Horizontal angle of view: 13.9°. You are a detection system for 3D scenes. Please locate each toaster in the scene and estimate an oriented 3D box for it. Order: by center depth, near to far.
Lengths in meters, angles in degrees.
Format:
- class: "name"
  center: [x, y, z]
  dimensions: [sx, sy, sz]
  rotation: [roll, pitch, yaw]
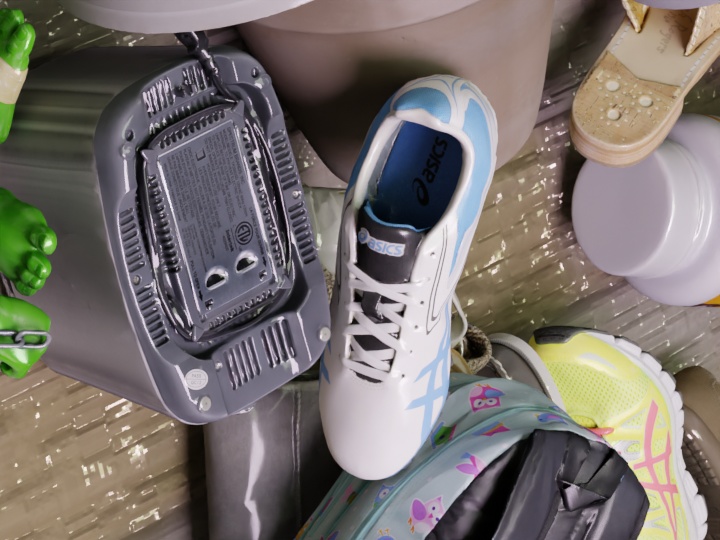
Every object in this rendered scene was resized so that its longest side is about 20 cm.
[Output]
- class: "toaster"
  center: [-0.104, -0.029, 1.387]
  dimensions: [0.114, 0.129, 0.200]
  rotation: [-31, 116, -37]

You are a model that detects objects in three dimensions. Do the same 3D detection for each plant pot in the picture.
- class: "plant pot"
  center: [0.020, -0.139, 1.465]
  dimensions: [0.200, 0.200, 0.174]
  rotation: [-44, 138, -30]

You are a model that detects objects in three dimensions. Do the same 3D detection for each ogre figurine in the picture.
- class: "ogre figurine"
  center: [-0.206, -0.050, 1.311]
  dimensions: [0.120, 0.098, 0.200]
  rotation: [-1, 88, -32]

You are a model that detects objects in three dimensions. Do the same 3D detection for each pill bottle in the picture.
- class: "pill bottle"
  center: [0.216, -0.033, 1.694]
  dimensions: [0.200, 0.109, 0.109]
  rotation: [2, 93, -42]

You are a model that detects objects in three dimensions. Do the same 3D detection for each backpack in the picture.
- class: "backpack"
  center: [0.044, 0.149, 1.457]
  dimensions: [0.167, 0.127, 0.200]
  rotation: [33, 90, -44]

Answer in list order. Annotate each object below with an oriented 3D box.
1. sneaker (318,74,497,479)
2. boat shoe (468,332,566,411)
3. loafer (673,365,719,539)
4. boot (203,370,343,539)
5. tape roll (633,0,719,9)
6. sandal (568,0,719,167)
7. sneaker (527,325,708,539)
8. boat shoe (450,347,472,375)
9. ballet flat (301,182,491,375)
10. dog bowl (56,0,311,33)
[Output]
- class: "sneaker"
  center: [0.013, 0.005, 1.392]
  dimensions: [0.072, 0.072, 0.200]
  rotation: [-15, 121, -62]
- class: "boat shoe"
  center: [0.075, 0.136, 1.610]
  dimensions: [0.060, 0.072, 0.202]
  rotation: [-19, 110, -43]
- class: "loafer"
  center: [0.221, 0.135, 1.740]
  dimensions: [0.067, 0.076, 0.200]
  rotation: [-56, 134, -34]
- class: "boot"
  center: [-0.064, 0.154, 1.486]
  dimensions: [0.182, 0.072, 0.200]
  rotation: [-13, 111, -55]
- class: "tape roll"
  center: [0.187, -0.241, 1.581]
  dimensions: [0.066, 0.200, 0.201]
  rotation: [37, 71, -38]
- class: "sandal"
  center: [0.174, -0.154, 1.630]
  dimensions: [0.070, 0.078, 0.212]
  rotation: [95, 20, -55]
- class: "sneaker"
  center: [0.138, 0.115, 1.642]
  dimensions: [0.090, 0.078, 0.200]
  rotation: [-59, 135, -38]
- class: "boat shoe"
  center: [0.025, 0.124, 1.557]
  dimensions: [0.074, 0.069, 0.200]
  rotation: [-4, 112, -14]
- class: "ballet flat"
  center: [0.000, 0.000, 1.521]
  dimensions: [0.200, 0.075, 0.068]
  rotation: [41, 31, -38]
- class: "dog bowl"
  center: [-0.059, -0.188, 1.352]
  dimensions: [0.200, 0.200, 0.059]
  rotation: [-42, 132, -31]
